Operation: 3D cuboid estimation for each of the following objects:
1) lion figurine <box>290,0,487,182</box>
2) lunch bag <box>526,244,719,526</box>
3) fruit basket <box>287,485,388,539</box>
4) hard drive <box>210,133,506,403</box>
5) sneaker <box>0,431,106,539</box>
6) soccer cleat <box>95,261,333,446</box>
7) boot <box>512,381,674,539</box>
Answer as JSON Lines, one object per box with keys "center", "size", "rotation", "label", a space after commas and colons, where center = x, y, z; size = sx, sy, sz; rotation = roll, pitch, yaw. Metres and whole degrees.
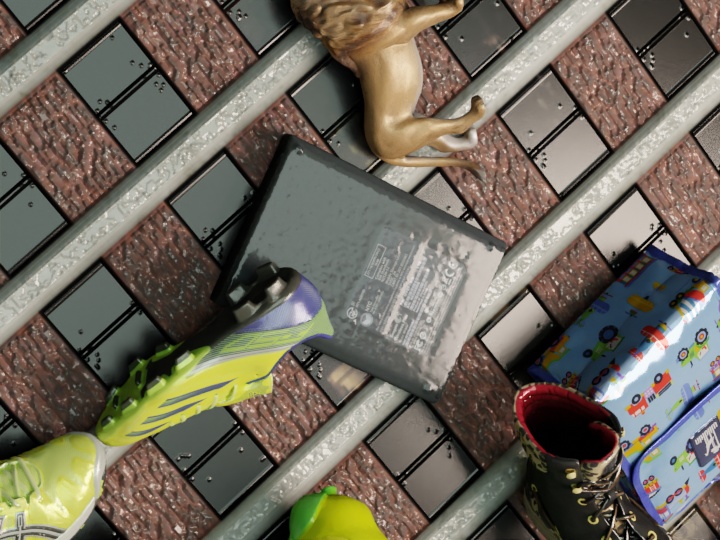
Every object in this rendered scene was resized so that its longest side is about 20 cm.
{"center": [0.024, -0.146, 1.267], "size": [0.121, 0.072, 0.202], "rotation": [-17, 106, -8], "label": "lion figurine"}
{"center": [0.255, 0.109, 1.372], "size": [0.150, 0.094, 0.201], "rotation": [-43, 123, -10], "label": "lunch bag"}
{"center": [-0.002, 0.272, 1.241], "size": [0.213, 0.156, 0.218], "rotation": [4, 112, 10], "label": "fruit basket"}
{"center": [0.000, 0.000, 1.294], "size": [0.198, 0.033, 0.141], "rotation": [26, 89, -19], "label": "hard drive"}
{"center": [-0.271, 0.177, 1.193], "size": [0.199, 0.077, 0.076], "rotation": [-32, 61, -14], "label": "sneaker"}
{"center": [-0.107, 0.078, 1.236], "size": [0.199, 0.065, 0.084], "rotation": [-37, 116, 6], "label": "soccer cleat"}
{"center": [0.190, 0.181, 1.268], "size": [0.073, 0.200, 0.151], "rotation": [-34, 138, -15], "label": "boot"}
